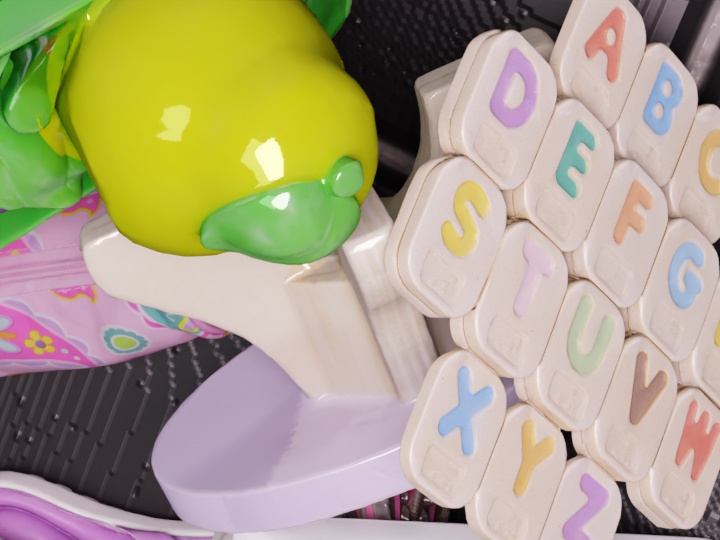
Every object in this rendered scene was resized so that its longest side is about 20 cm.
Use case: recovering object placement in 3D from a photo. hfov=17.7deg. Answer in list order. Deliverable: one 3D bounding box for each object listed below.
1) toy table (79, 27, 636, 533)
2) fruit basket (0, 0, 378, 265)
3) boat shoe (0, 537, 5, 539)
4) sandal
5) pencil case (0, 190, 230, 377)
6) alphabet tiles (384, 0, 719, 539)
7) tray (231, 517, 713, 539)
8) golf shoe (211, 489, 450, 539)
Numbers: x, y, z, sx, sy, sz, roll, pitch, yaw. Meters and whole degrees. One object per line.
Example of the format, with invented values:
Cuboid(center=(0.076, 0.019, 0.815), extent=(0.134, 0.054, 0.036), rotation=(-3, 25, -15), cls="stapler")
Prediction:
Cuboid(center=(0.000, 0.000, 0.849), extent=(0.200, 0.184, 0.117), rotation=(-30, 118, -12), cls="toy table")
Cuboid(center=(-0.069, -0.064, 0.780), extent=(0.215, 0.156, 0.216), rotation=(2, 64, -5), cls="fruit basket")
Cuboid(center=(-0.195, 0.138, 0.975), extent=(0.201, 0.071, 0.070), rotation=(15, 112, 43), cls="boat shoe")
Cuboid(center=(-0.093, 0.143, 0.982), extent=(0.202, 0.050, 0.083), rotation=(12, 105, 17), cls="sandal")
Cuboid(center=(-0.147, 0.003, 0.956), extent=(0.199, 0.087, 0.088), rotation=(-9, 97, 21), cls="pencil case")
Cuboid(center=(0.082, 0.008, 0.812), extent=(0.015, 0.200, 0.196), rotation=(3, 62, 42), cls="alphabet tiles")
Cuboid(center=(0.047, 0.151, 0.878), extent=(0.199, 0.022, 0.108), rotation=(5, 88, -15), cls="tray")
Cuboid(center=(-0.018, 0.134, 0.929), extent=(0.092, 0.073, 0.201), rotation=(2, 78, 31), cls="golf shoe")
